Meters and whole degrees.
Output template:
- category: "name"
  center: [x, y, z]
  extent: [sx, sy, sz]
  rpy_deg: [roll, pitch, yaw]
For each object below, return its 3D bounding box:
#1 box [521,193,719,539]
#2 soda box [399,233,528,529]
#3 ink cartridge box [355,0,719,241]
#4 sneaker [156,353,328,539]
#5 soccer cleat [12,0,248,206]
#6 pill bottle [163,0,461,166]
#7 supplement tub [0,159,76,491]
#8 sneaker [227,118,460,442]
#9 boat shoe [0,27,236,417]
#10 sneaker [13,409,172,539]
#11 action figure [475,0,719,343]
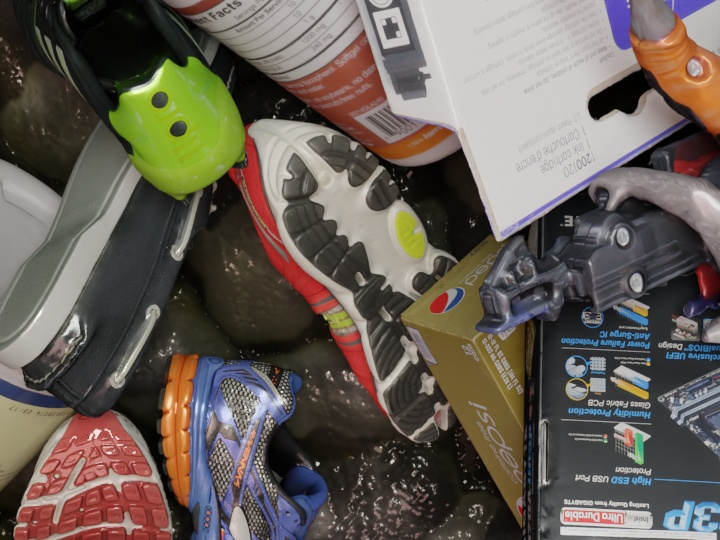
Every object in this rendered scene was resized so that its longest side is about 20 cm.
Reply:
- category: "box"
  center: [0.170, 0.052, 0.691]
  extent: [0.198, 0.046, 0.161]
  rpy_deg: [3, 70, 0]
- category: "soda box"
  center: [0.102, 0.084, 0.794]
  extent: [0.068, 0.064, 0.201]
  rpy_deg: [-40, 117, -21]
- category: "ink cartridge box"
  center: [0.077, -0.141, 0.664]
  extent: [0.043, 0.197, 0.202]
  rpy_deg: [-2, 112, 51]
- category: "sneaker"
  center: [-0.053, 0.137, 0.864]
  extent: [0.078, 0.075, 0.202]
  rpy_deg: [-7, 113, 7]
- category: "soccer cleat"
  center: [-0.110, -0.107, 0.711]
  extent: [0.067, 0.200, 0.081]
  rpy_deg: [-36, 136, -6]
- category: "pill bottle"
  center: [-0.023, -0.140, 0.689]
  extent: [0.199, 0.113, 0.112]
  rpy_deg: [34, 115, -29]
- category: "supplement tub"
  center: [-0.224, 0.053, 0.812]
  extent: [0.145, 0.145, 0.200]
  rpy_deg: [42, 112, -10]
- category: "sneaker"
  center: [0.000, 0.000, 0.803]
  extent: [0.077, 0.085, 0.201]
  rpy_deg: [-42, 126, -17]
- category: "boat shoe"
  center: [-0.102, -0.026, 0.750]
  extent: [0.060, 0.201, 0.075]
  rpy_deg: [41, 150, -27]
- category: "sneaker"
  center: [-0.135, 0.136, 0.842]
  extent: [0.077, 0.083, 0.201]
  rpy_deg: [-1, 137, -6]
- category: "action figure"
  center: [0.136, -0.038, 0.611]
  extent: [0.199, 0.104, 0.195]
  rpy_deg: [-30, 117, -23]
